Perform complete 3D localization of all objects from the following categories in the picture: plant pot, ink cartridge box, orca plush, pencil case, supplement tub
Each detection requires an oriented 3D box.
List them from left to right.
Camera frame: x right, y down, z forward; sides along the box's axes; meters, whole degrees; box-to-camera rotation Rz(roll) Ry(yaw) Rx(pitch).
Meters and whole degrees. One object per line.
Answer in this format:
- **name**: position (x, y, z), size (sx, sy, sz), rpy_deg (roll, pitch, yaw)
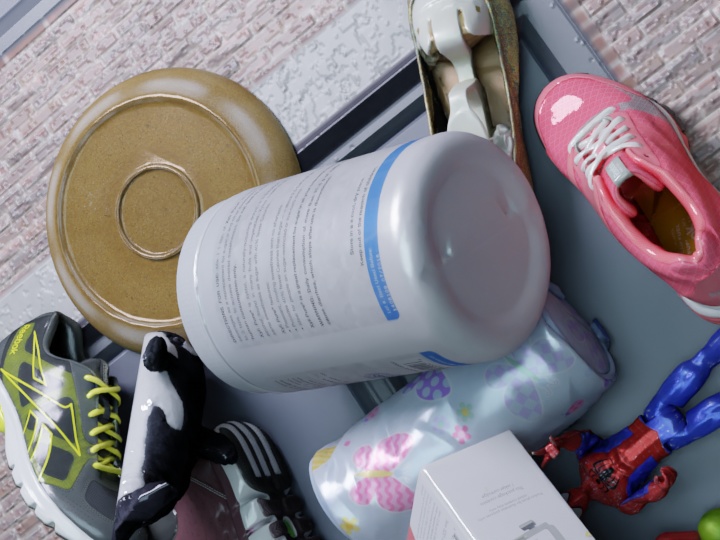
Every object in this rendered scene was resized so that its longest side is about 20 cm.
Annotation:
- **plant pot**: position (-0.134, -0.039, 1.087), size (0.199, 0.027, 0.201), rpy_deg (0, 90, 22)
- **orca plush**: position (-0.108, 0.101, 0.992), size (0.071, 0.200, 0.106), rpy_deg (10, 103, -7)
- **supplement tub**: position (0.000, 0.000, 0.947), size (0.199, 0.132, 0.133), rpy_deg (-11, 85, 44)
- **pencil case**: position (0.060, 0.091, 0.983), size (0.200, 0.083, 0.091), rpy_deg (-43, 64, 15)
- **ink cartridge box**: position (0.104, 0.205, 0.897), size (0.200, 0.067, 0.117), rpy_deg (54, 151, 36)

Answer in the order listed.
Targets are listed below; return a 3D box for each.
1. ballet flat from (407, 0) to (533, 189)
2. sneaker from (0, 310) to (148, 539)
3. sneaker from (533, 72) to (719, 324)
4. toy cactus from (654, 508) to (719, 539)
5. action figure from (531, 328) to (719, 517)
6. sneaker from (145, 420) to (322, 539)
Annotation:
- **ballet flat**: position (0.065, -0.120, 0.991), size (0.070, 0.071, 0.201), rpy_deg (-12, 85, 20)
- **sneaker**: position (-0.193, 0.105, 1.069), size (0.085, 0.074, 0.200), rpy_deg (-44, 61, 8)
- **sneaker**: position (0.161, -0.058, 0.924), size (0.074, 0.087, 0.200), rpy_deg (-47, 54, 13)
- **toy cactus**: position (0.267, 0.183, 0.888), size (0.164, 0.200, 0.103), rpy_deg (-22, 117, -10)
- **action figure**: position (0.180, 0.086, 0.933), size (0.200, 0.099, 0.065), rpy_deg (-45, 74, 18)
- **sneaker**: position (-0.079, 0.209, 1.048), size (0.115, 0.076, 0.201), rpy_deg (-33, 68, 23)
